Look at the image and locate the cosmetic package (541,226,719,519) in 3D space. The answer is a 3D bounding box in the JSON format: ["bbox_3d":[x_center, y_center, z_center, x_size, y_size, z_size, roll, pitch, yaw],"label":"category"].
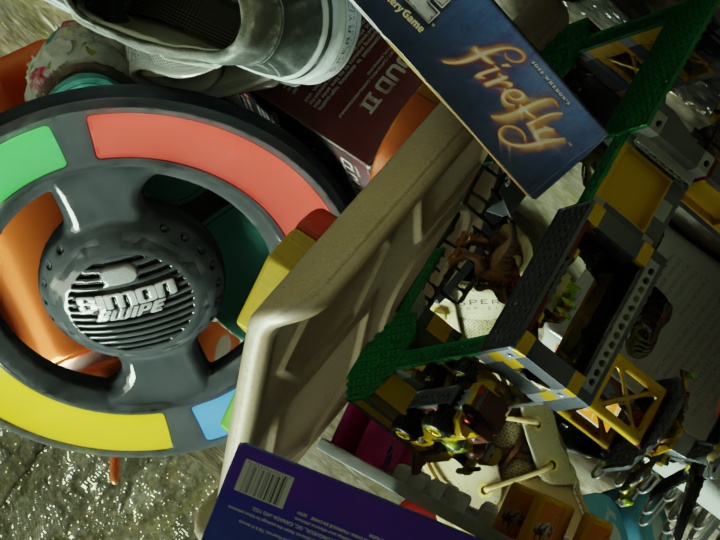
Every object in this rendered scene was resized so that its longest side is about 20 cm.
[{"bbox_3d":[0.175,0.068,1.133,0.200,0.071,0.101,37,168,10],"label":"cosmetic package"}]

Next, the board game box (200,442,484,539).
[{"bbox_3d":[0.040,0.124,0.909,0.200,0.045,0.134,22,170,0],"label":"board game box"}]

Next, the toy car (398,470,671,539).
[{"bbox_3d":[0.062,0.107,1.530,0.177,0.184,0.200,3,-106,-68],"label":"toy car"}]

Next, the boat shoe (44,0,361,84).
[{"bbox_3d":[-0.089,-0.126,0.997,0.200,0.072,0.071,23,-169,37],"label":"boat shoe"}]

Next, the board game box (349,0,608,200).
[{"bbox_3d":[0.004,-0.115,0.891,0.135,0.035,0.200,46,-173,-28],"label":"board game box"}]

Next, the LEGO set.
[{"bbox_3d":[0.100,0.006,0.885,0.116,0.200,0.154,38,150,-18],"label":"LEGO set"}]

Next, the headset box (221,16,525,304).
[{"bbox_3d":[-0.017,-0.078,1.156,0.200,0.075,0.149,34,168,25],"label":"headset box"}]

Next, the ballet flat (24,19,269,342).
[{"bbox_3d":[-0.073,-0.042,1.154,0.200,0.076,0.064,50,-163,-34],"label":"ballet flat"}]

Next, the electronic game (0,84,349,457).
[{"bbox_3d":[-0.097,0.005,1.105,0.200,0.200,0.042,47,-156,-33],"label":"electronic game"}]

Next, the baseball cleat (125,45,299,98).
[{"bbox_3d":[-0.087,-0.136,1.072,0.200,0.107,0.070,32,-174,40],"label":"baseball cleat"}]

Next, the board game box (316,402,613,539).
[{"bbox_3d":[0.103,0.114,1.006,0.200,0.026,0.200,26,178,-22],"label":"board game box"}]

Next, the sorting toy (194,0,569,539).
[{"bbox_3d":[0.000,0.000,1.007,0.036,0.185,0.200,36,149,9],"label":"sorting toy"}]

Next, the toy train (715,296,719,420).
[{"bbox_3d":[0.183,0.068,0.998,0.200,0.056,0.150,59,170,0],"label":"toy train"}]

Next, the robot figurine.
[{"bbox_3d":[-0.128,-0.007,1.217,0.200,0.116,0.144,64,-160,-9],"label":"robot figurine"}]

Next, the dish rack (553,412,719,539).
[{"bbox_3d":[0.181,0.120,1.356,0.200,0.055,0.153,43,169,-19],"label":"dish rack"}]

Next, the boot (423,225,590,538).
[{"bbox_3d":[0.068,0.065,1.274,0.156,0.073,0.200,88,161,-49],"label":"boot"}]
